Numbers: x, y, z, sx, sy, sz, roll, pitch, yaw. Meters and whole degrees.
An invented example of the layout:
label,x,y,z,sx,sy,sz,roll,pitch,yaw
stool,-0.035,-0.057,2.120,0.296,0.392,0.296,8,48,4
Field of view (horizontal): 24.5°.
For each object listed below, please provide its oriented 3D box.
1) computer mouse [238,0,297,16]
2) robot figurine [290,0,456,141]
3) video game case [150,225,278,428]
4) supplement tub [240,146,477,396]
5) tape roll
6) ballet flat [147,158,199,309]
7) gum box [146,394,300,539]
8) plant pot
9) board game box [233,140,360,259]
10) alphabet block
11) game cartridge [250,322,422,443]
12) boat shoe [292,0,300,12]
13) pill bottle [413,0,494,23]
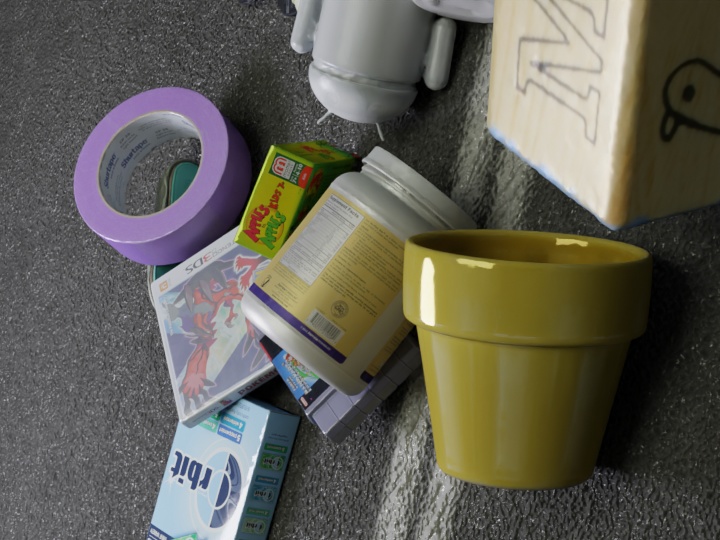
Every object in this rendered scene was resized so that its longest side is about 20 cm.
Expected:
label,x,y,z,sx,sy,sz,roll,pitch,yaw
computer mouse,-0.090,-0.325,1.917,0.200,0.034,0.059,20,111,59
robot figurine,0.013,-0.234,1.656,0.169,0.113,0.200,19,105,17
video game case,-0.138,0.046,1.793,0.182,0.023,0.200,-32,50,17
supplement tub,0.000,0.000,1.543,0.200,0.145,0.145,-52,38,-2
tape roll,-0.228,-0.109,1.912,0.200,0.066,0.200,-10,62,19
ballet flat,-0.217,-0.033,1.955,0.064,0.067,0.200,145,135,-59
gum box,-0.152,0.230,1.780,0.170,0.044,0.200,17,92,54
plant pot,0.130,0.072,1.349,0.201,0.200,0.189,15,104,54
board game box,-0.060,-0.073,1.656,0.048,0.200,0.102,24,100,9
alphabet block,0.223,-0.175,1.244,0.196,0.195,0.200,44,142,49
game cartridge,-0.028,0.068,1.651,0.130,0.038,0.200,-42,42,3
boat shoe,0.013,-0.307,1.741,0.200,0.074,0.067,-23,83,40
pill bottle,0.115,-0.346,1.573,0.111,0.111,0.200,1,79,53
